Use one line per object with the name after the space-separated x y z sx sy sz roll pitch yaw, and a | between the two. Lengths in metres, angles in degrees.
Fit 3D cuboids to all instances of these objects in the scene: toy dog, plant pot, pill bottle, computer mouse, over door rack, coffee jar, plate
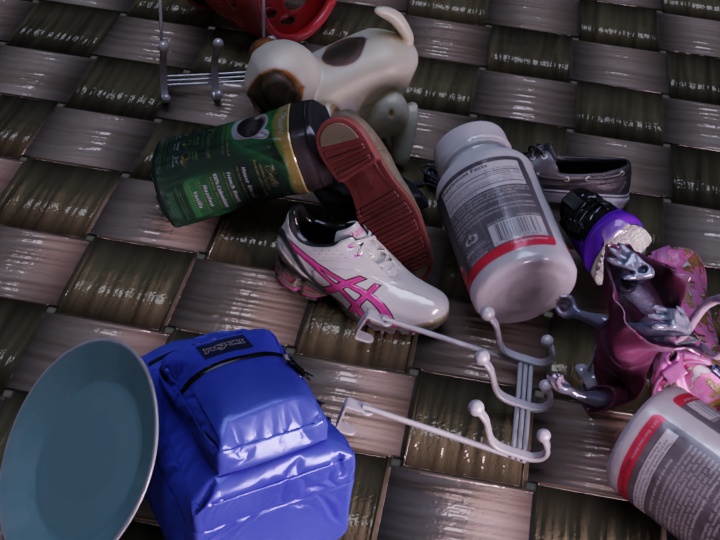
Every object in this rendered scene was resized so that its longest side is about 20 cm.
-0.037 -0.212 1.565 0.198 0.195 0.140 -2 50 -20 | toy dog
-0.142 -0.427 1.813 0.182 0.202 0.200 26 42 28 | plant pot
0.142 -0.056 1.397 0.110 0.111 0.201 -6 53 -15 | pill bottle
0.048 -0.066 1.502 0.199 0.046 0.140 -9 34 -36 | computer mouse
0.084 0.098 1.264 0.198 0.067 0.148 9 37 4 | over door rack
-0.123 -0.118 1.464 0.198 0.086 0.105 -14 32 9 | coffee jar
0.318 0.196 1.143 0.110 0.111 0.200 -27 48 -34 | pill bottle
-0.181 -0.310 1.658 0.146 0.202 0.067 -5 14 -14 | over door rack
-0.227 0.155 1.104 0.025 0.201 0.200 26 17 -45 | plate

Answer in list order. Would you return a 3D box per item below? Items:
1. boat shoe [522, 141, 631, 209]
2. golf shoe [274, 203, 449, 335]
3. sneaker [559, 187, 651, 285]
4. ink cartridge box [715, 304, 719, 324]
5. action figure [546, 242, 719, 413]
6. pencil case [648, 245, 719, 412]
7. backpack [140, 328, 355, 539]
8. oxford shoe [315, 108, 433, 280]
0.219 -0.117 1.555 0.198 0.067 0.070 10 27 1 | boat shoe
0.000 0.000 1.371 0.199 0.093 0.073 21 39 18 | golf shoe
0.241 -0.042 1.380 0.069 0.200 0.100 -38 78 4 | sneaker
0.469 0.023 1.337 0.199 0.166 0.075 32 47 31 | ink cartridge box
0.249 0.065 1.233 0.148 0.201 0.135 10 52 5 | action figure
0.316 0.061 1.333 0.082 0.087 0.201 14 36 -5 | pencil case
-0.107 0.132 1.133 0.161 0.169 0.200 -10 35 -28 | backpack
0.026 -0.084 1.420 0.070 0.201 0.075 -20 17 22 | oxford shoe
